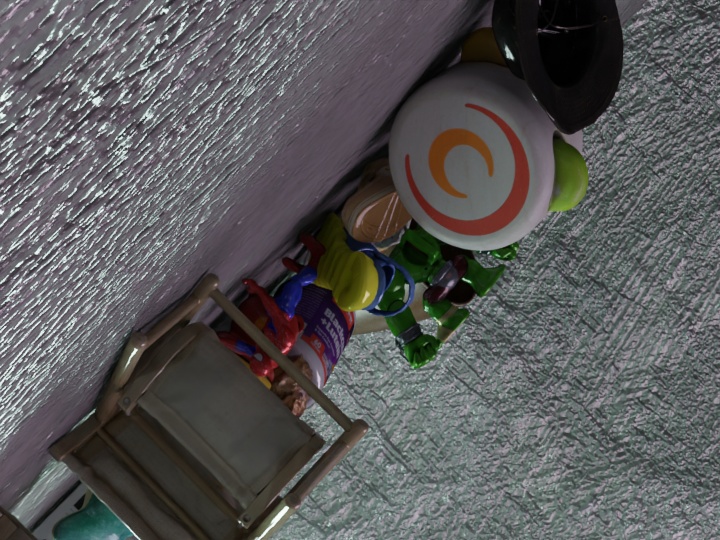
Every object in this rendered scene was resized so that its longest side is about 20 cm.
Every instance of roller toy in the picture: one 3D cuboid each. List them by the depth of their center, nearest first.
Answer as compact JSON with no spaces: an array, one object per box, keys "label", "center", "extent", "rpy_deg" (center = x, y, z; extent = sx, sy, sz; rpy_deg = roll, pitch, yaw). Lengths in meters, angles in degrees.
[{"label":"roller toy","center":[0.131,-0.128,1.380],"extent":[0.182,0.201,0.140],"rpy_deg":[-36,-178,35]}]

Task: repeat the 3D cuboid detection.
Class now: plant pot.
[{"label":"plant pot","center":[0.034,0.007,1.902],"extent":[0.199,0.188,0.187],"rpy_deg":[-32,-176,33]}]

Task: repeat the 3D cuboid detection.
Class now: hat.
[{"label":"hat","center":[0.172,-0.231,1.266],"extent":[0.080,0.202,0.200],"rpy_deg":[5,-146,38]}]

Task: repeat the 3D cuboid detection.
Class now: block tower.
[{"label":"block tower","center":[-0.328,0.254,1.221],"extent":[0.058,0.054,0.200],"rpy_deg":[-46,176,-15]}]

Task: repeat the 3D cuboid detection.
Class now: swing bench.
[{"label":"swing bench","center":[-0.137,0.152,1.181],"extent":[0.200,0.199,0.130],"rpy_deg":[-49,175,40]}]

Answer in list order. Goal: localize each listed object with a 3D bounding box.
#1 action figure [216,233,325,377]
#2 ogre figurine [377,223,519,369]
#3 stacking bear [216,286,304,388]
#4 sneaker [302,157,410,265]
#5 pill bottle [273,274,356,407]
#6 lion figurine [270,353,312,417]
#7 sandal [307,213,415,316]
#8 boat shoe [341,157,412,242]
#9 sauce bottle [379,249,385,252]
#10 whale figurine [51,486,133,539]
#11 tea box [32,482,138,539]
[{"label":"action figure","center":[-0.104,0.030,1.399],"extent":[0.065,0.098,0.201],"rpy_deg":[-53,-165,37]},{"label":"ogre figurine","center":[0.088,0.004,1.549],"extent":[0.200,0.120,0.098],"rpy_deg":[-49,179,-3]},{"label":"stacking bear","center":[-0.143,0.115,1.457],"extent":[0.201,0.121,0.114],"rpy_deg":[-53,-176,-10]},{"label":"sneaker","center":[0.008,-0.050,1.593],"extent":[0.200,0.080,0.070],"rpy_deg":[-46,178,10]},{"label":"pill bottle","center":[-0.069,0.073,1.645],"extent":[0.112,0.111,0.201],"rpy_deg":[-49,-173,36]},{"label":"lion figurine","center":[-0.113,0.194,1.515],"extent":[0.122,0.072,0.202],"rpy_deg":[-26,-135,56]},{"label":"sandal","center":[0.000,0.000,1.480],"extent":[0.080,0.086,0.200],"rpy_deg":[-65,-155,17]},{"label":"boat shoe","center":[0.031,-0.090,1.490],"extent":[0.199,0.069,0.074],"rpy_deg":[-28,147,-51]},{"label":"sauce bottle","center":[0.049,-0.094,1.672],"extent":[0.066,0.066,0.200],"rpy_deg":[-42,176,-43]},{"label":"whale figurine","center":[-0.206,0.205,1.299],"extent":[0.103,0.160,0.200],"rpy_deg":[6,-133,46]},{"label":"tea box","center":[-0.295,0.365,1.597],"extent":[0.134,0.200,0.197],"rpy_deg":[-45,175,-22]}]
